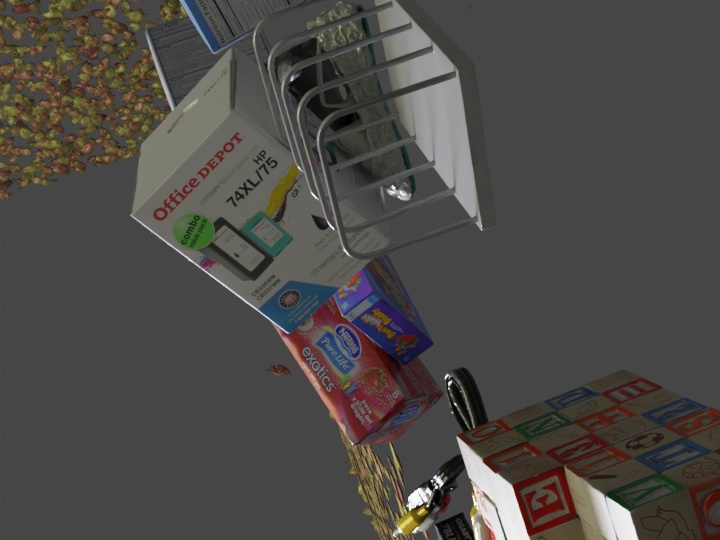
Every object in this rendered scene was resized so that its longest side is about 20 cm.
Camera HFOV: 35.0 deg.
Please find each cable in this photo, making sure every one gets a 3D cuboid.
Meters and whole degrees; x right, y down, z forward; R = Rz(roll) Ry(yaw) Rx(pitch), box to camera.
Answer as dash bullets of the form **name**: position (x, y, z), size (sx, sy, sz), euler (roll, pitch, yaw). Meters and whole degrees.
- **cable**: position (0.117, 0.196, 1.102), size (0.097, 0.050, 0.202), euler (171, 79, -77)
- **cable**: position (0.106, 0.274, 1.413), size (0.051, 0.097, 0.200), euler (58, 149, 14)

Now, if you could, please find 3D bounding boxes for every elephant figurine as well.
- **elephant figurine**: position (-0.038, -0.144, 1.242), size (0.141, 0.155, 0.201), euler (-16, 109, 40)

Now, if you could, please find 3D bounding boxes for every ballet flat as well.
- **ballet flat**: position (-0.004, -0.157, 1.099), size (0.072, 0.071, 0.202), euler (-134, 25, -72)

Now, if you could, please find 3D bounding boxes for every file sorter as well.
- **file sorter**: position (0.006, -0.121, 0.896), size (0.200, 0.124, 0.140), euler (-120, 13, -52)

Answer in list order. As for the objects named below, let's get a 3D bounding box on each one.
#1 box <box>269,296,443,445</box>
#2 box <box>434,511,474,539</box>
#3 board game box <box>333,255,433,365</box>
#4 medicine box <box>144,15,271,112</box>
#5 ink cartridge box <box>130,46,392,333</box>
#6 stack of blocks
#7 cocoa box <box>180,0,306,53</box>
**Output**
- **box**: position (-0.006, 0.100, 1.362), size (0.201, 0.095, 0.099), euler (54, -157, 24)
- **box**: position (0.162, 0.446, 1.449), size (0.199, 0.049, 0.201), euler (-118, 11, -55)
- **board game box**: position (0.000, 0.000, 1.326), size (0.134, 0.045, 0.201), euler (42, -164, -44)
- **medicine box**: position (-0.231, -0.321, 1.853), size (0.103, 0.181, 0.201), euler (82, 166, -55)
- **ink cartridge box**: position (-0.095, -0.077, 1.090), size (0.200, 0.147, 0.146), euler (38, -158, -26)
- **stack of blocks**: position (0.135, 0.115, 0.600), size (0.200, 0.114, 0.059), euler (-157, 47, -79)
- **cocoa box**: position (-0.144, -0.333, 1.269), size (0.134, 0.131, 0.200), euler (60, 180, -17)
